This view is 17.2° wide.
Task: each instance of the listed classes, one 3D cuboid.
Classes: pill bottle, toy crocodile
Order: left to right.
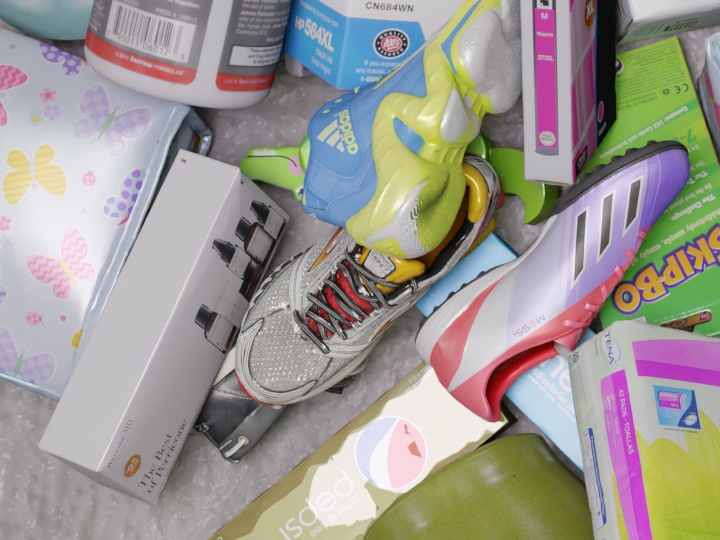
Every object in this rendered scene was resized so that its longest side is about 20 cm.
[{"bbox_3d":[-0.088,-0.205,1.394,0.116,0.116,0.200,17,106,9],"label":"pill bottle"},{"bbox_3d":[0.023,-0.059,1.485,0.200,0.068,0.062,0,88,8],"label":"toy crocodile"}]

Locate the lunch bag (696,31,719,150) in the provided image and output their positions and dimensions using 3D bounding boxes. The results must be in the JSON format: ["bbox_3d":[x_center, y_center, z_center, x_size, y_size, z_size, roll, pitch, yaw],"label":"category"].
[{"bbox_3d":[0.279,-0.054,1.394,0.127,0.170,0.200,-26,85,3],"label":"lunch bag"}]

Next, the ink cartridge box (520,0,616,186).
[{"bbox_3d":[0.121,-0.158,1.381,0.037,0.095,0.200,6,121,22],"label":"ink cartridge box"}]

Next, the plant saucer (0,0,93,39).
[{"bbox_3d":[-0.170,-0.242,1.507,0.200,0.027,0.200,-9,65,20],"label":"plant saucer"}]

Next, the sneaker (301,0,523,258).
[{"bbox_3d":[0.027,-0.102,1.368,0.105,0.076,0.200,12,59,28],"label":"sneaker"}]

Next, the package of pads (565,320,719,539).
[{"bbox_3d":[0.221,0.121,1.370,0.200,0.068,0.155,10,59,-30],"label":"package of pads"}]

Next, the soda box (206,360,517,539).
[{"bbox_3d":[0.000,0.132,1.478,0.200,0.068,0.064,-40,82,5],"label":"soda box"}]

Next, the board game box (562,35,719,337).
[{"bbox_3d":[0.176,-0.042,1.450,0.095,0.030,0.200,-17,62,7],"label":"board game box"}]

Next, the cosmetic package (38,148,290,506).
[{"bbox_3d":[-0.115,0.035,1.437,0.051,0.083,0.200,18,78,30],"label":"cosmetic package"}]

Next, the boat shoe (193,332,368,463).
[{"bbox_3d":[-0.023,0.042,1.491,0.200,0.072,0.068,-37,95,6],"label":"boat shoe"}]

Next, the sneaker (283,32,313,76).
[{"bbox_3d":[-0.025,-0.232,1.497,0.081,0.115,0.200,-10,118,-23],"label":"sneaker"}]

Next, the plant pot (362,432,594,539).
[{"bbox_3d":[0.103,0.208,1.410,0.200,0.200,0.193,-33,71,6],"label":"plant pot"}]

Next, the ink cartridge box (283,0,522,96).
[{"bbox_3d":[0.047,-0.212,1.420,0.146,0.084,0.200,-1,112,-25],"label":"ink cartridge box"}]

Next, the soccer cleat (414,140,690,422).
[{"bbox_3d":[0.125,0.006,1.396,0.200,0.068,0.073,-41,62,8],"label":"soccer cleat"}]

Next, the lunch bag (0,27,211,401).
[{"bbox_3d":[-0.210,-0.034,1.487,0.170,0.127,0.200,20,82,7],"label":"lunch bag"}]

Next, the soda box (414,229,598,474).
[{"bbox_3d":[0.127,0.066,1.465,0.200,0.064,0.068,45,93,8],"label":"soda box"}]

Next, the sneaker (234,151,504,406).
[{"bbox_3d":[0.000,0.000,1.408,0.078,0.082,0.200,45,92,3],"label":"sneaker"}]

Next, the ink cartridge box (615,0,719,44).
[{"bbox_3d":[0.225,-0.256,1.452,0.175,0.084,0.200,-10,86,-2],"label":"ink cartridge box"}]
